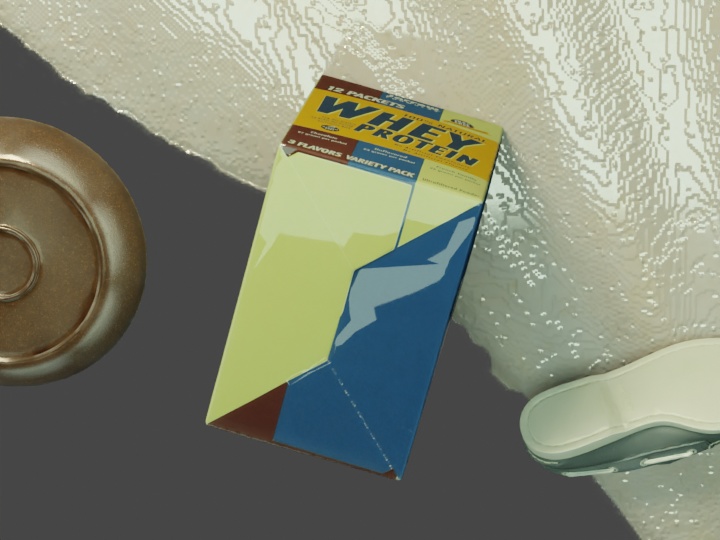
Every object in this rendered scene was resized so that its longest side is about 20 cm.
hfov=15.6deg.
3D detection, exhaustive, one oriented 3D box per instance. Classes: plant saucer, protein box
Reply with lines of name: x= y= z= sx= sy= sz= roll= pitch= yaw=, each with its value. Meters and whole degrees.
plant saucer: x=-0.252 y=-0.008 z=1.864 sx=0.200 sy=0.032 sz=0.200 roll=2 pitch=106 yaw=6
protein box: x=0.000 y=0.000 z=1.746 sx=0.135 sy=0.200 sz=0.199 roll=16 pitch=108 yaw=2

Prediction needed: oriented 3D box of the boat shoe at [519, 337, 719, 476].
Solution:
boat shoe: x=0.212 y=0.100 z=1.835 sx=0.200 sy=0.073 sz=0.062 roll=-13 pitch=148 yaw=3
